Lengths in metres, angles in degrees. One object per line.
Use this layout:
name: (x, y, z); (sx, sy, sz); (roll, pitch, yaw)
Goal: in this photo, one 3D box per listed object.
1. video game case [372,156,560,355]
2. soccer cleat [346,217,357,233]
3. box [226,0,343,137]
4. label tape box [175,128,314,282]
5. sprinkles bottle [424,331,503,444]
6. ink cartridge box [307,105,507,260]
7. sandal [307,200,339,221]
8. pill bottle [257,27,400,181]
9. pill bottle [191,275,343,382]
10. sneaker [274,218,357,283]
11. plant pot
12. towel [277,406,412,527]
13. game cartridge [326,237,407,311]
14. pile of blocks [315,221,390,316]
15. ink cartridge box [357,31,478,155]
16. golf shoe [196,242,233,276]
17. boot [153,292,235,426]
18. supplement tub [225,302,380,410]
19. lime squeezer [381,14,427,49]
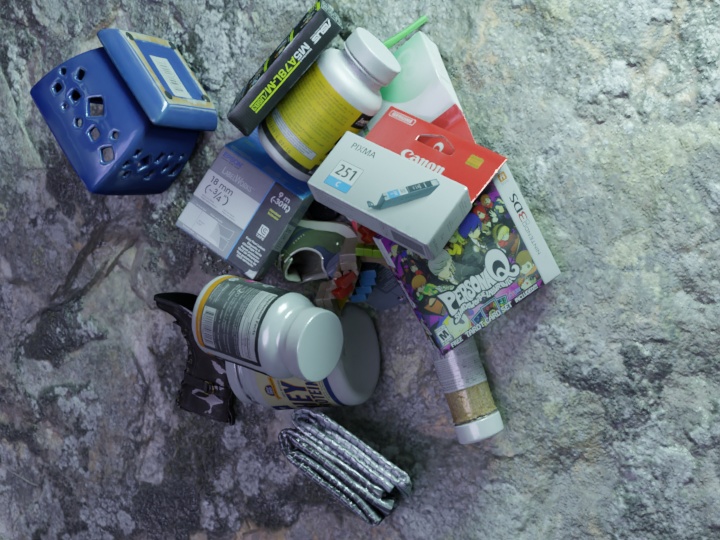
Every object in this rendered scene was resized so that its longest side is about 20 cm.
video game case: (0.141, -0.020, 1.350); (0.198, 0.036, 0.183); (-32, 106, -8)
soccer cleat: (0.071, -0.102, 1.460); (0.198, 0.068, 0.074); (-28, 103, 27)
box: (-0.103, -0.284, 1.427); (0.047, 0.200, 0.193); (42, 101, -14)
label tape box: (-0.151, -0.109, 1.480); (0.143, 0.063, 0.202); (33, 91, 9)
sprinkles bottle: (0.139, 0.136, 1.446); (0.067, 0.068, 0.204); (-19, 88, 28)
ink cartridge box: (0.059, -0.127, 1.317); (0.198, 0.045, 0.177); (28, 70, 29)
sandal: (-0.060, -0.176, 1.528); (0.074, 0.048, 0.204); (5, 112, 26)
pill bottle: (-0.040, -0.227, 1.405); (0.200, 0.111, 0.112); (-45, 76, 22)
pill bottle: (-0.126, 0.080, 1.404); (0.197, 0.115, 0.119); (14, 103, 37)
sneaker: (-0.100, -0.025, 1.521); (0.197, 0.090, 0.068); (2, 135, 35)
plant pot: (-0.347, -0.247, 1.586); (0.179, 0.199, 0.202); (-38, 79, 20)
towel: (-0.023, 0.283, 1.488); (0.198, 0.166, 0.086); (34, 81, 10)
game cartridge: (0.065, -0.024, 1.434); (0.199, 0.133, 0.041); (-36, 37, 27)
pile of blocks: (0.000, 0.000, 1.378); (0.081, 0.062, 0.202); (24, 123, -4)
ink cartridge box: (0.061, -0.199, 1.411); (0.160, 0.050, 0.203); (-35, 53, 27)
golf shoe: (-0.195, -0.090, 1.587); (0.077, 0.097, 0.203); (19, 101, -9)
boot: (-0.269, 0.142, 1.664); (0.198, 0.069, 0.177); (25, 107, 21)
supplement tub: (-0.085, 0.129, 1.521); (0.197, 0.144, 0.148); (-8, 94, 29)
lime squeezer: (0.004, -0.303, 1.463); (0.197, 0.071, 0.038); (-16, 109, 29)
